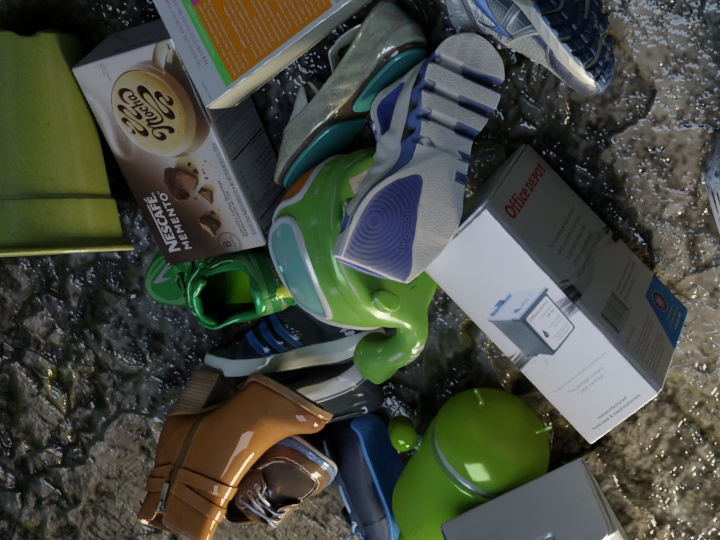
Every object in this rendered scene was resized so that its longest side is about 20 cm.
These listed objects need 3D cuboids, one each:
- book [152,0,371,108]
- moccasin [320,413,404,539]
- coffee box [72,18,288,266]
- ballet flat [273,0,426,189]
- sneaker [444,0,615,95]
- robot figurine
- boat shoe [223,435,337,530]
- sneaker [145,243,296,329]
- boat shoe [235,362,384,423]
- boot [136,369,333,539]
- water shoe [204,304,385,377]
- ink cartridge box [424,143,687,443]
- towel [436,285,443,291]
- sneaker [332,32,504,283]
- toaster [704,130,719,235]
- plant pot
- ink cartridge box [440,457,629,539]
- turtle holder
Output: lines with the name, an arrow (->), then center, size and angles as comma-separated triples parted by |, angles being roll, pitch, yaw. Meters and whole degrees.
book -> -0.070, -0.239, 1.197 | 0.199, 0.048, 0.135 | -33, 83, 25
moccasin -> 0.015, 0.229, 1.501 | 0.067, 0.080, 0.203 | -5, 108, 33
coffee box -> -0.151, -0.116, 1.332 | 0.112, 0.080, 0.202 | -10, 116, 28
ballet flat -> -0.016, -0.150, 1.277 | 0.200, 0.067, 0.063 | -44, 70, 34
sneaker -> 0.114, -0.207, 1.175 | 0.200, 0.077, 0.085 | 46, 137, -1
robot figurine -> 0.101, 0.193, 1.405 | 0.174, 0.116, 0.201 | 25, 128, -2
boat shoe -> -0.083, 0.215, 1.480 | 0.072, 0.073, 0.200 | 37, 154, -6
sneaker -> -0.137, 0.008, 1.392 | 0.198, 0.083, 0.075 | 0, 111, 43
boat shoe -> -0.067, 0.133, 1.470 | 0.198, 0.069, 0.057 | -20, 113, 30
boot -> -0.116, 0.176, 1.382 | 0.073, 0.156, 0.199 | 35, 157, -35
water shoe -> -0.063, 0.052, 1.428 | 0.198, 0.071, 0.080 | -10, 90, 30
ink cartridge box -> 0.161, 0.015, 1.229 | 0.200, 0.147, 0.086 | 45, 122, -3
towel -> 0.133, 0.000, 1.330 | 0.198, 0.018, 0.087 | 22, 122, 9
sneaker -> 0.042, -0.088, 1.203 | 0.080, 0.115, 0.201 | 25, 87, -15
toaster -> 0.343, -0.050, 1.146 | 0.128, 0.114, 0.202 | -10, 119, 31
plant pot -> -0.303, -0.108, 1.328 | 0.197, 0.200, 0.193 | -3, 91, 24
ink cartridge box -> 0.175, 0.270, 1.367 | 0.144, 0.083, 0.201 | -26, 141, 6
turtle holder -> 0.002, -0.011, 1.302 | 0.131, 0.142, 0.186 | -10, 134, 42
